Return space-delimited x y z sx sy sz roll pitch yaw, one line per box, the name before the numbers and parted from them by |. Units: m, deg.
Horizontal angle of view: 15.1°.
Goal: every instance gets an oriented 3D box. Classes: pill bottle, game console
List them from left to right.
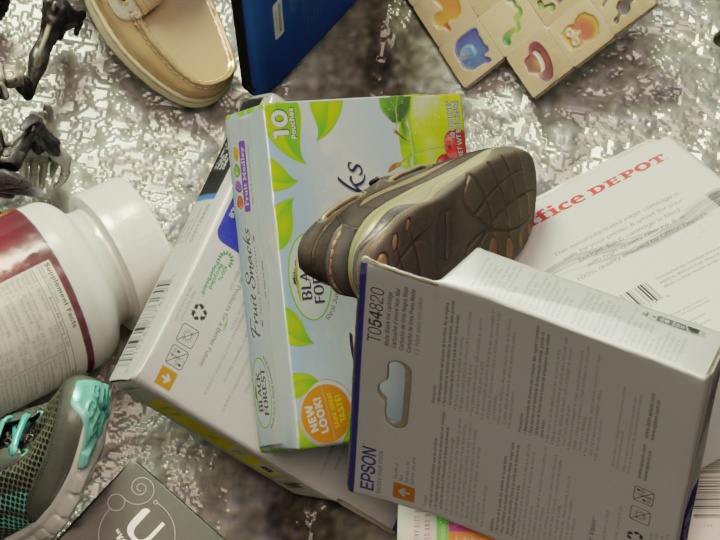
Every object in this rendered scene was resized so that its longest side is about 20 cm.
pill bottle | -0.214 0.026 1.632 0.199 0.110 0.110 -28 72 -19
game console | -0.053 -0.233 1.685 0.118 0.200 0.171 39 75 14

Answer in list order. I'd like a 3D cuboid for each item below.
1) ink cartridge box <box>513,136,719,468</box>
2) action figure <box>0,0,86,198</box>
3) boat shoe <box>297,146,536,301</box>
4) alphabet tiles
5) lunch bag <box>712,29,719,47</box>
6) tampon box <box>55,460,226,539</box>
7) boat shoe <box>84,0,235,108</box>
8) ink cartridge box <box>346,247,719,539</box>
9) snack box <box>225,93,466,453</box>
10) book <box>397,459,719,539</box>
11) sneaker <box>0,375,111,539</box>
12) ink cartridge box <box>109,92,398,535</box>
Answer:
ink cartridge box | 0.177 0.021 1.601 0.144 0.084 0.200 -26 35 -12
action figure | -0.234 -0.089 1.684 0.118 0.102 0.201 14 55 7
boat shoe | 0.034 -0.033 1.557 0.073 0.200 0.075 13 108 30
alphabet tiles | 0.098 -0.218 1.743 0.167 0.008 0.201 -37 73 15
lunch bag | 0.351 -0.162 1.705 0.200 0.118 0.164 38 73 17
tampon box | -0.140 0.241 1.551 0.150 0.126 0.200 40 74 12
boat shoe | -0.139 -0.197 1.715 0.074 0.069 0.201 -36 92 -35
ink cartridge box | 0.093 0.079 1.499 0.199 0.200 0.041 19 48 14
snack box | 0.000 0.000 1.614 0.141 0.053 0.201 -6 88 -31
book | 0.121 0.163 1.587 0.199 0.048 0.135 -1 81 12
sneaker | -0.209 0.116 1.553 0.091 0.200 0.078 26 46 -14
ink cartridge box | -0.026 0.028 1.651 0.200 0.047 0.198 34 69 -27
